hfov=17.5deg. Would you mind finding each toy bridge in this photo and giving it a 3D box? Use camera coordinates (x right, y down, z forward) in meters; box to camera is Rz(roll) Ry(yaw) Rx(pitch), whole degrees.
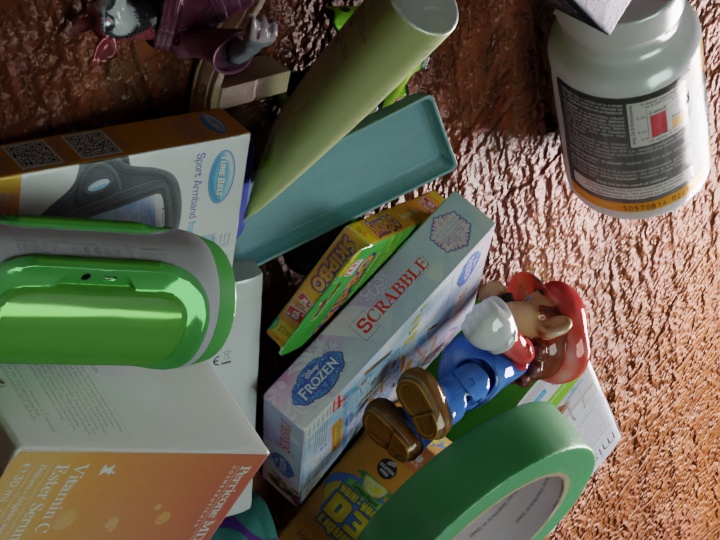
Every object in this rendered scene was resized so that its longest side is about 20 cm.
[{"bbox_3d":[-0.075,-0.119,1.473,0.067,0.027,0.201,-19,132,-43],"label":"toy bridge"}]

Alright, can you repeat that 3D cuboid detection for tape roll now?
[{"bbox_3d":[0.080,0.180,1.689,0.200,0.048,0.201,-33,156,-17],"label":"tape roll"}]

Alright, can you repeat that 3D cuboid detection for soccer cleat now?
[{"bbox_3d":[-0.025,-0.088,1.542,0.081,0.068,0.201,10,120,-24],"label":"soccer cleat"}]

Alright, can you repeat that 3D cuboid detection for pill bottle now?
[{"bbox_3d":[0.199,-0.142,1.734,0.116,0.116,0.201,-42,144,-23],"label":"pill bottle"}]

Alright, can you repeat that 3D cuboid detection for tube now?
[{"bbox_3d":[-0.015,-0.106,1.401,0.058,0.052,0.200,-18,162,-41],"label":"tube"}]

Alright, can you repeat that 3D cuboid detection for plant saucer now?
[{"bbox_3d":[-0.036,-0.050,1.506,0.199,0.019,0.070,-26,136,-2],"label":"plant saucer"}]

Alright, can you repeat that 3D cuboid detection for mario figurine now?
[{"bbox_3d":[0.080,0.053,1.671,0.200,0.123,0.107,-31,117,-41],"label":"mario figurine"}]

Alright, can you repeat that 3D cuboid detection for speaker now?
[{"bbox_3d":[-0.171,0.013,1.329,0.199,0.088,0.089,3,115,-39],"label":"speaker"}]

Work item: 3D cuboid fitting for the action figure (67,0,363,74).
[{"bbox_3d":[-0.083,-0.183,1.364,0.199,0.135,0.149,-28,179,-4],"label":"action figure"}]

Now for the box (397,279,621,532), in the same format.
[{"bbox_3d":[0.100,0.144,1.855,0.200,0.096,0.177,-49,146,-13],"label":"box"}]

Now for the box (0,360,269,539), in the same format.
[{"bbox_3d":[-0.184,0.125,1.406,0.199,0.106,0.153,5,128,-46],"label":"box"}]

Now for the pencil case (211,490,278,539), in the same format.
[{"bbox_3d":[-0.144,0.221,1.608,0.199,0.085,0.093,-21,155,-42],"label":"pencil case"}]

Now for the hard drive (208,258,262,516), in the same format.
[{"bbox_3d":[-0.131,0.091,1.539,0.131,0.027,0.201,-13,129,-23],"label":"hard drive"}]

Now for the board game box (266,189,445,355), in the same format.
[{"bbox_3d":[0.000,0.000,1.594,0.096,0.030,0.200,-53,172,20],"label":"board game box"}]

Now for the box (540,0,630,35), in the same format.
[{"bbox_3d":[0.121,-0.264,1.532,0.133,0.114,0.200,-57,148,0],"label":"box"}]

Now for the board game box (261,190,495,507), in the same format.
[{"bbox_3d":[0.009,0.059,1.654,0.200,0.041,0.200,-46,168,-18],"label":"board game box"}]

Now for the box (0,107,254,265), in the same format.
[{"bbox_3d":[-0.145,-0.028,1.410,0.199,0.041,0.120,-12,126,-31],"label":"box"}]

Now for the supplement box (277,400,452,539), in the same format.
[{"bbox_3d":[-0.013,0.191,1.725,0.200,0.066,0.069,-51,168,10],"label":"supplement box"}]
